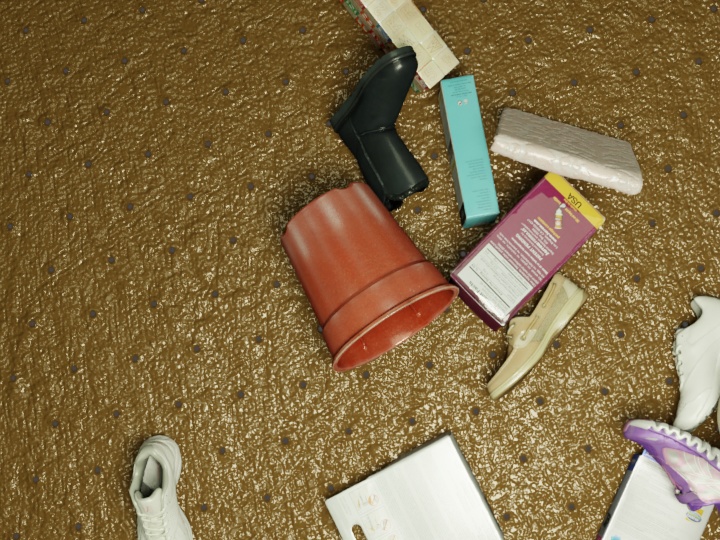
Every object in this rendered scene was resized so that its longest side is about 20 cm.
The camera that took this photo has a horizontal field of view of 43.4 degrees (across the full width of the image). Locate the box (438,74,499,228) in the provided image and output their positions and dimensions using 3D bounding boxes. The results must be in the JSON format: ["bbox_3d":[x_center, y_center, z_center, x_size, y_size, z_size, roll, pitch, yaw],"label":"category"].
[{"bbox_3d":[0.153,-0.168,1.290,0.049,0.082,0.202,-10,83,1],"label":"box"}]

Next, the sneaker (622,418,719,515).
[{"bbox_3d":[0.433,0.265,1.189,0.199,0.080,0.089,28,86,4],"label":"sneaker"}]

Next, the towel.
[{"bbox_3d":[0.280,-0.166,1.238,0.198,0.191,0.033,17,114,5],"label":"towel"}]

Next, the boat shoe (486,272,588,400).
[{"bbox_3d":[0.235,0.093,1.265,0.064,0.071,0.200,39,79,13],"label":"boat shoe"}]

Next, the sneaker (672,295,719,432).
[{"bbox_3d":[0.467,0.129,1.250,0.086,0.075,0.201,22,76,13],"label":"sneaker"}]

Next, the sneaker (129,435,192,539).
[{"bbox_3d":[-0.285,0.333,1.246,0.077,0.099,0.202,-11,83,2],"label":"sneaker"}]

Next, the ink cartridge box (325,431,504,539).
[{"bbox_3d":[0.075,0.342,1.256,0.199,0.057,0.164,-29,83,8],"label":"ink cartridge box"}]

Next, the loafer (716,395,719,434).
[{"bbox_3d":[0.511,0.153,1.163,0.075,0.068,0.202,13,72,-14],"label":"loafer"}]

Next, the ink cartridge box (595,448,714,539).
[{"bbox_3d":[0.404,0.339,1.236,0.118,0.042,0.201,26,86,7],"label":"ink cartridge box"}]

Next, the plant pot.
[{"bbox_3d":[0.000,0.000,1.233,0.200,0.201,0.196,-32,74,-1],"label":"plant pot"}]

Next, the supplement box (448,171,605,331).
[{"bbox_3d":[0.224,-0.024,1.245,0.200,0.131,0.103,-45,83,-2],"label":"supplement box"}]

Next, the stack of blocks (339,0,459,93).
[{"bbox_3d":[0.047,-0.354,1.300,0.058,0.115,0.200,-40,101,-2],"label":"stack of blocks"}]

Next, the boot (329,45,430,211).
[{"bbox_3d":[0.052,-0.190,1.258,0.076,0.200,0.169,-24,78,-40],"label":"boot"}]
